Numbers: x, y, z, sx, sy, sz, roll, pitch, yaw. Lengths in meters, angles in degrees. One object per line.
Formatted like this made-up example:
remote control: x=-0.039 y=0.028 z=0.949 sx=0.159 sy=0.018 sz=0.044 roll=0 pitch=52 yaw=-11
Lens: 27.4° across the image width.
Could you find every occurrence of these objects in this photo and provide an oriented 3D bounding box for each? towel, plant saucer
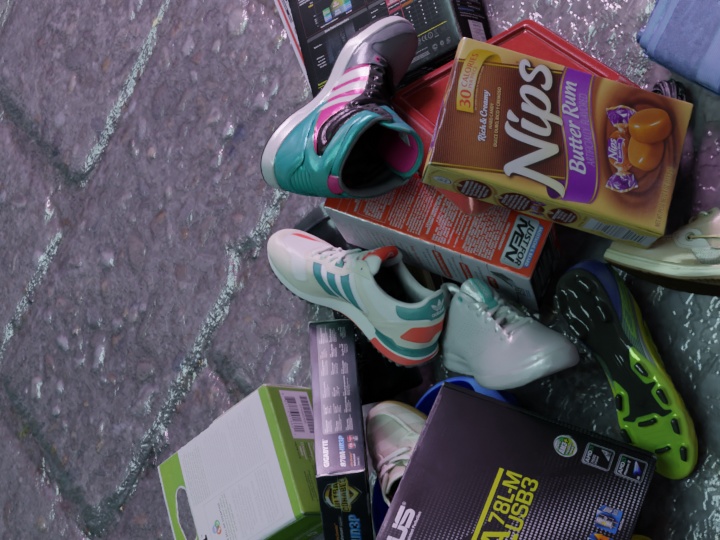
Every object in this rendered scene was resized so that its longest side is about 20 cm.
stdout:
towel: x=0.328 y=-0.192 z=1.230 sx=0.200 sy=0.048 sz=0.112 roll=39 pitch=110 yaw=41
plant saucer: x=0.128 y=-0.149 z=1.314 sx=0.199 sy=0.037 sz=0.200 roll=-30 pitch=38 yaw=-10

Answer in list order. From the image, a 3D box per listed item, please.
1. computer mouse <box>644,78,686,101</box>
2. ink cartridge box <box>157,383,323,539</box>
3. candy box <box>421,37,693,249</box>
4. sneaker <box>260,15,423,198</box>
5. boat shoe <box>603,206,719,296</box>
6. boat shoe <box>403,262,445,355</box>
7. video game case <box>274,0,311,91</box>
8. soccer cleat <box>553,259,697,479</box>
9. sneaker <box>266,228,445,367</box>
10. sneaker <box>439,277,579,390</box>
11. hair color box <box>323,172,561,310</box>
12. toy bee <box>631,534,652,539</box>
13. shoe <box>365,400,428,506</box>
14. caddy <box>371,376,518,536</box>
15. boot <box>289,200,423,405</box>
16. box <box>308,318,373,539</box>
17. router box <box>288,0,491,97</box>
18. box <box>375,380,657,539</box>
computer mouse: x=0.200 y=-0.099 z=1.337 sx=0.199 sy=0.053 sz=0.139 roll=3 pitch=75 yaw=36
ink cartridge box: x=-0.118 y=0.230 z=1.570 sx=0.200 sy=0.076 sz=0.149 roll=-37 pitch=60 yaw=35
candy box: x=0.160 y=-0.103 z=1.210 sx=0.056 sy=0.199 sz=0.117 roll=104 pitch=-178 yaw=-76
sneaker: x=0.015 y=-0.136 z=1.281 sx=0.120 sy=0.084 sz=0.200 roll=23 pitch=66 yaw=38
boat shoe: x=0.296 y=-0.016 z=1.219 sx=0.199 sy=0.072 sz=0.065 roll=7 pitch=80 yaw=40
boat shoe: x=0.059 y=-0.017 z=1.445 sx=0.202 sy=0.066 sz=0.072 roll=68 pitch=151 yaw=14
video game case: x=-0.007 y=-0.304 z=1.594 sx=0.200 sy=0.017 sz=0.144 roll=-41 pitch=57 yaw=32
soccer cleat: x=0.238 y=0.079 z=1.259 sx=0.065 sy=0.084 sz=0.201 roll=-34 pitch=81 yaw=38
sneaker: x=0.000 y=0.000 z=1.367 sx=0.199 sy=0.070 sz=0.094 roll=36 pitch=134 yaw=23
sneaker: x=0.116 y=0.049 z=1.299 sx=0.200 sy=0.075 sz=0.089 roll=7 pitch=113 yaw=65
hair color box: x=0.077 y=-0.036 z=1.342 sx=0.199 sy=0.111 sz=0.064 roll=21 pitch=79 yaw=16
toy bee: x=0.178 y=0.255 z=1.271 sx=0.130 sy=0.109 sz=0.200 roll=23 pitch=68 yaw=30
shoe: x=0.060 y=0.191 z=1.275 sx=0.070 sy=0.053 sz=0.200 roll=-47 pitch=60 yaw=20
caddy: x=0.090 y=0.194 z=1.351 sx=0.141 sy=0.105 sz=0.201 roll=43 pitch=113 yaw=40
boot: x=-0.012 y=0.040 z=1.506 sx=0.201 sy=0.065 sz=0.165 roll=67 pitch=163 yaw=7
box: x=-0.017 y=0.169 z=1.367 sx=0.201 sy=0.046 sz=0.160 roll=-96 pitch=1 yaw=-50
router box: x=0.026 y=-0.258 z=1.504 sx=0.199 sy=0.062 sz=0.151 roll=-22 pitch=78 yaw=36
box: x=0.121 y=0.209 z=1.204 sx=0.192 sy=0.048 sz=0.201 roll=20 pitch=59 yaw=12
